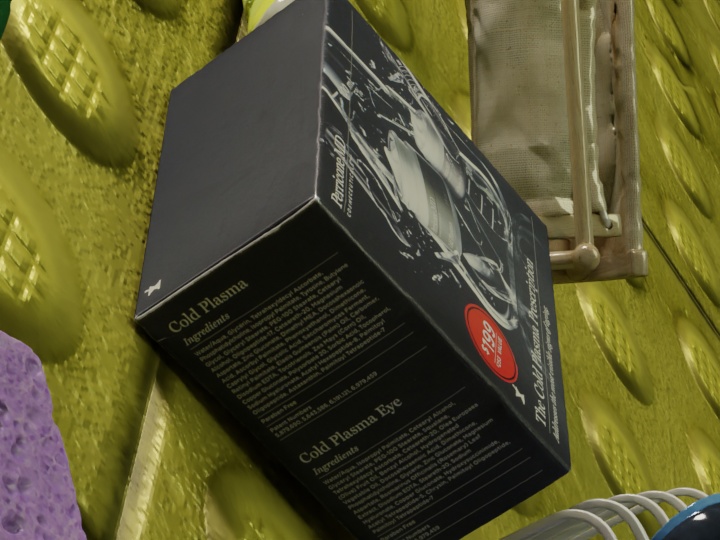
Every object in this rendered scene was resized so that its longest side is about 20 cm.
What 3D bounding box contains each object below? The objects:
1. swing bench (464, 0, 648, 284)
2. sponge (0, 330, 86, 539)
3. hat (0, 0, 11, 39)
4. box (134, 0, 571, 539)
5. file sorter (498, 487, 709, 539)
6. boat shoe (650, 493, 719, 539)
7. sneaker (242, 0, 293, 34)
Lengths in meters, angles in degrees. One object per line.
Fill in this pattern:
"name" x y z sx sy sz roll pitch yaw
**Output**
"swing bench" 0.095 -0.093 1.340 0.200 0.129 0.200 1 86 -68
"sponge" -0.123 0.101 0.756 0.111 0.030 0.201 32 34 -56
"hat" -0.130 -0.148 0.855 0.166 0.175 0.201 36 32 -52
"box" 0.000 0.000 1.084 0.182 0.104 0.200 45 23 -26
"file sorter" 0.111 0.183 1.105 0.139 0.124 0.200 65 19 12
"boat shoe" 0.193 0.157 1.026 0.200 0.084 0.069 35 20 -46
"sneaker" -0.043 -0.165 1.307 0.076 0.076 0.200 31 25 -7
